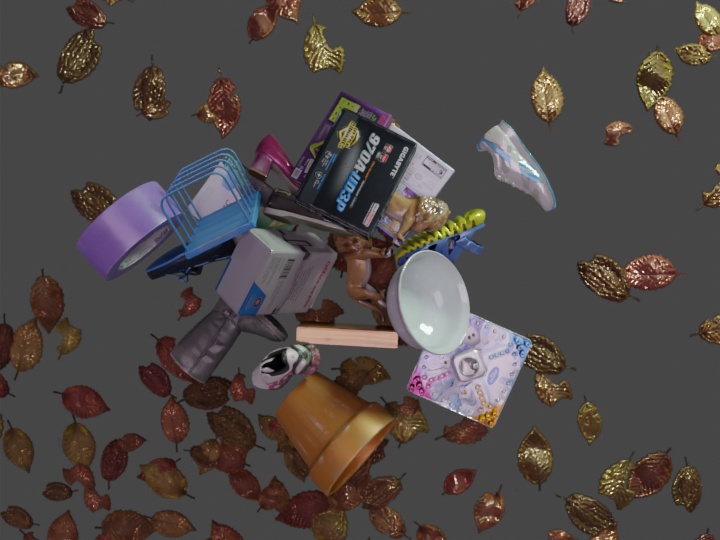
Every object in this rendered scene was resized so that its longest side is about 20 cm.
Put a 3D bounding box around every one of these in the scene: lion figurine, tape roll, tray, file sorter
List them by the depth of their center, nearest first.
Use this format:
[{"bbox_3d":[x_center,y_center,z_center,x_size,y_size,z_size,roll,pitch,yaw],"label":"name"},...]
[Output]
[{"bbox_3d":[-0.277,-0.134,1.409,0.138,0.200,0.123,-24,111,6],"label":"file sorter"},{"bbox_3d":[0.066,-0.122,1.456,0.199,0.073,0.123,31,73,7],"label":"lion figurine"},{"bbox_3d":[-0.446,-0.077,1.472,0.200,0.200,0.085,-42,91,6],"label":"tape roll"},{"bbox_3d":[0.000,0.000,1.511,0.122,0.072,0.201,6,101,21],"label":"lion figurine"},{"bbox_3d":[-0.024,0.127,1.516,0.198,0.099,0.037,2,92,3],"label":"tray"}]

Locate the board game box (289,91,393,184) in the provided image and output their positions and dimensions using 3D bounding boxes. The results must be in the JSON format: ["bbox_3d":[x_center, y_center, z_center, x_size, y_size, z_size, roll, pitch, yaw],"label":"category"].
[{"bbox_3d":[-0.037,-0.236,1.460,0.120,0.032,0.201,29,84,22],"label":"board game box"}]

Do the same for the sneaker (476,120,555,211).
[{"bbox_3d":[0.311,-0.193,1.485,0.081,0.076,0.200,-37,86,14],"label":"sneaker"}]

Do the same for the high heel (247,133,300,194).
[{"bbox_3d":[-0.122,-0.194,1.522,0.199,0.067,0.096,25,69,-4],"label":"high heel"}]

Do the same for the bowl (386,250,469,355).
[{"bbox_3d":[0.115,0.068,1.466,0.090,0.201,0.202,-16,96,45],"label":"bowl"}]

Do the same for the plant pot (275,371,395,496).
[{"bbox_3d":[-0.062,0.308,1.502,0.183,0.200,0.200,41,97,15],"label":"plant pot"}]

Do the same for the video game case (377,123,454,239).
[{"bbox_3d":[0.056,-0.184,1.510,0.200,0.045,0.182,37,95,0],"label":"video game case"}]

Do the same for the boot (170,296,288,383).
[{"bbox_3d":[-0.270,0.151,1.548,0.182,0.073,0.200,38,90,13],"label":"boot"}]

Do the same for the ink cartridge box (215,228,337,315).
[{"bbox_3d":[-0.158,0.003,1.449,0.084,0.200,0.147,40,111,29],"label":"ink cartridge box"}]

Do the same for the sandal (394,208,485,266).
[{"bbox_3d":[0.166,-0.047,1.503,0.199,0.080,0.087,-22,105,8],"label":"sandal"}]

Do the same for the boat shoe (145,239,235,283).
[{"bbox_3d":[-0.342,-0.015,1.523,0.199,0.084,0.069,-19,116,21],"label":"boat shoe"}]

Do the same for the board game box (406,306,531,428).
[{"bbox_3d":[0.222,0.196,1.546,0.199,0.026,0.201,24,97,1],"label":"board game box"}]

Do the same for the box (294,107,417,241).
[{"bbox_3d":[-0.009,-0.178,1.402,0.158,0.046,0.201,28,83,6],"label":"box"}]

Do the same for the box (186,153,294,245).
[{"bbox_3d":[-0.234,-0.120,1.538,0.200,0.036,0.145,37,97,-1],"label":"box"}]

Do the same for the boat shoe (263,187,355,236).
[{"bbox_3d":[-0.091,-0.114,1.462,0.200,0.072,0.061,15,80,17],"label":"boat shoe"}]

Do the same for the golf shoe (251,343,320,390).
[{"bbox_3d":[-0.170,0.188,1.499,0.200,0.092,0.073,-31,60,44],"label":"golf shoe"}]
